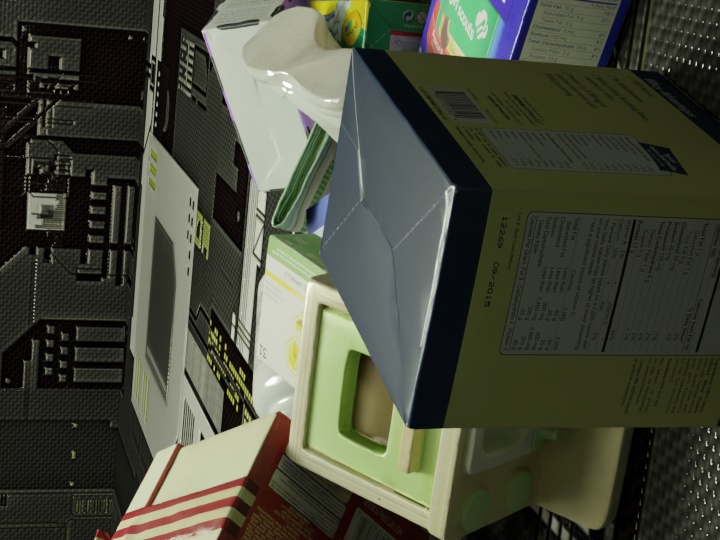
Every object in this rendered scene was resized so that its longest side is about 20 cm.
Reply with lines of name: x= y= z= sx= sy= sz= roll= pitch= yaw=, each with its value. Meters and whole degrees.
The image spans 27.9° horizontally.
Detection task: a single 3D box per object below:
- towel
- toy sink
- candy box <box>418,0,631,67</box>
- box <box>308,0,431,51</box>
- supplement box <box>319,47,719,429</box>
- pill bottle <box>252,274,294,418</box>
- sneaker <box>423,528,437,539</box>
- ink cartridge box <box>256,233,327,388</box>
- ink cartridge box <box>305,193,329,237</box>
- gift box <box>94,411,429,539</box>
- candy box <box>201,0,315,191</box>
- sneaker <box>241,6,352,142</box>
towel: x=-0.015 y=-0.099 z=1.269 sx=0.154 sy=0.023 sz=0.200 roll=-64 pitch=-11 yaw=3
toy sink: x=0.061 y=0.086 z=0.925 sx=0.199 sy=0.112 sz=0.132 roll=21 pitch=112 yaw=37
candy box: x=0.108 y=-0.174 z=1.008 sx=0.170 sy=0.076 sz=0.201 roll=-108 pitch=27 yaw=-48
box: x=0.028 y=-0.199 z=1.207 sx=0.200 sy=0.116 sz=0.049 roll=-144 pitch=59 yaw=-70
supplement box: x=0.102 y=-0.022 z=0.802 sx=0.200 sy=0.198 sz=0.135 roll=-118 pitch=34 yaw=-58
pill bottle: x=-0.045 y=0.097 z=1.374 sx=0.115 sy=0.113 sz=0.201 roll=114 pitch=161 yaw=-51
sneaker: x=0.027 y=0.168 z=1.137 sx=0.201 sy=0.075 sz=0.116 roll=-104 pitch=21 yaw=-48
ink cartridge box: x=-0.028 y=0.088 z=1.099 sx=0.145 sy=0.048 sz=0.202 roll=33 pitch=120 yaw=54
ink cartridge box: x=0.000 y=0.000 z=1.143 sx=0.119 sy=0.042 sz=0.202 roll=-29 pitch=59 yaw=59
gift box: x=-0.075 y=0.220 z=1.042 sx=0.186 sy=0.185 sz=0.201 roll=-25 pitch=26 yaw=45
candy box: x=-0.061 y=-0.199 z=1.345 sx=0.201 sy=0.071 sz=0.169 roll=-68 pitch=-32 yaw=-50
sneaker: x=-0.027 y=-0.139 z=1.134 sx=0.089 sy=0.075 sz=0.200 roll=55 pitch=175 yaw=-37
